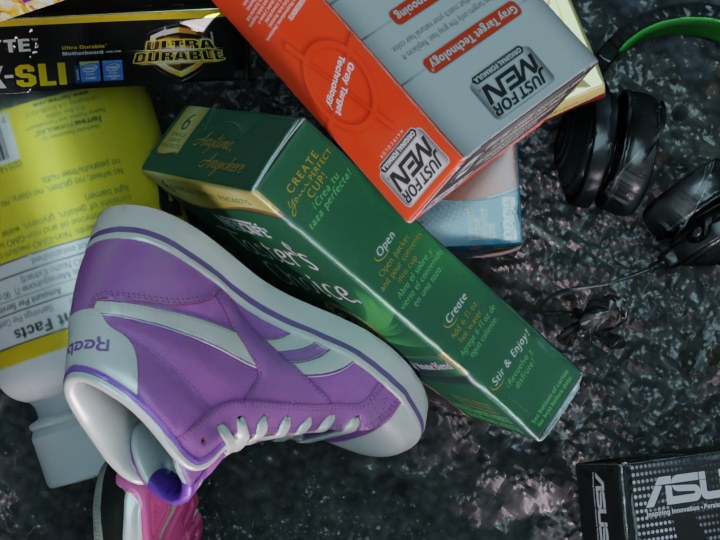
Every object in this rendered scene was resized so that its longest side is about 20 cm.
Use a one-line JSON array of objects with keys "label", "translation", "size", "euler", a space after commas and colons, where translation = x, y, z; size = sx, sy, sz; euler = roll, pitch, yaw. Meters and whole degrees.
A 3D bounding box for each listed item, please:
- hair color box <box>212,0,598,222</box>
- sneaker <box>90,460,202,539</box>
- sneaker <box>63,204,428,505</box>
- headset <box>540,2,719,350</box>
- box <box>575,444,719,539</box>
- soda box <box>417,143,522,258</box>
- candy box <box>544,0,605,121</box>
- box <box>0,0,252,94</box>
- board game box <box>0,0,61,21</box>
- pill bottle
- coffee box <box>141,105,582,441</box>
[{"label": "hair color box", "translation": [-0.003, -0.130, 0.935], "size": [0.200, 0.061, 0.101], "euler": [49, 53, 7]}, {"label": "sneaker", "translation": [-0.127, 0.157, 1.014], "size": [0.087, 0.200, 0.074], "euler": [14, 45, 9]}, {"label": "sneaker", "translation": [-0.055, 0.066, 0.968], "size": [0.200, 0.073, 0.114], "euler": [30, 54, -32]}, {"label": "headset", "translation": [0.153, -0.047, 1.066], "size": [0.123, 0.094, 0.200], "euler": [32, 75, -1]}, {"label": "box", "translation": [0.206, 0.178, 1.046], "size": [0.200, 0.047, 0.194], "euler": [-3, 89, -28]}, {"label": "soda box", "translation": [0.045, -0.107, 1.074], "size": [0.063, 0.068, 0.200], "euler": [-4, 87, 3]}, {"label": "candy box", "translation": [0.026, -0.153, 1.014], "size": [0.115, 0.055, 0.200], "euler": [-23, 85, 5]}, {"label": "box", "translation": [-0.136, -0.164, 1.020], "size": [0.159, 0.049, 0.200], "euler": [-2, 44, -5]}, {"label": "board game box", "translation": [-0.182, -0.162, 0.920], "size": [0.046, 0.200, 0.152], "euler": [44, 47, -37]}, {"label": "pill bottle", "translation": [-0.135, -0.003, 1.039], "size": [0.114, 0.114, 0.200], "euler": [-17, 89, -4]}, {"label": "coffee box", "translation": [0.000, 0.000, 1.003], "size": [0.200, 0.123, 0.044], "euler": [42, 77, -29]}]
